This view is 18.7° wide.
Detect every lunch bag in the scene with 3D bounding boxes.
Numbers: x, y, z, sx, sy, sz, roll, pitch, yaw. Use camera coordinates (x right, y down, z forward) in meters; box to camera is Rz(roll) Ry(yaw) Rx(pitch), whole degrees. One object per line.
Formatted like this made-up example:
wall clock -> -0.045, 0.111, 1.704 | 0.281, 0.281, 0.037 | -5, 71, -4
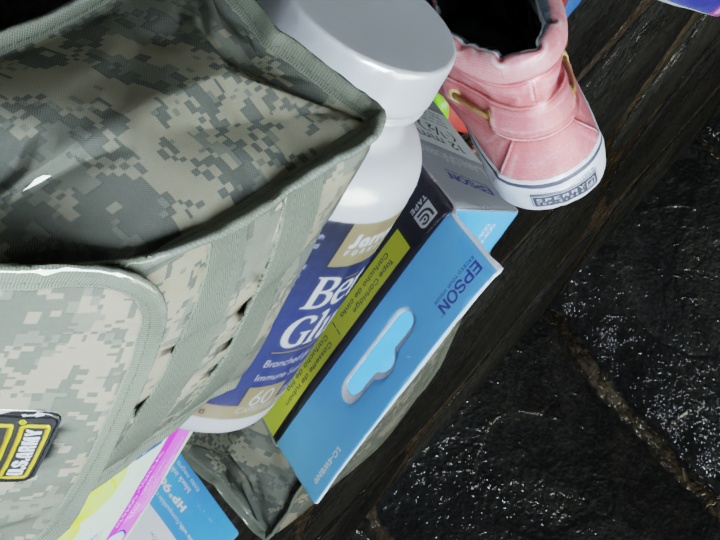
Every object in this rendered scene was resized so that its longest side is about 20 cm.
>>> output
lunch bag -> -0.109, 0.007, 0.718 | 0.200, 0.118, 0.164 | -35, 162, -42
lunch bag -> -0.013, 0.050, 1.394 | 0.164, 0.118, 0.200 | -38, 169, -52

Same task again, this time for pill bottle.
pill bottle -> -0.042, -0.034, 0.931 | 0.200, 0.111, 0.111 | -57, 169, 32

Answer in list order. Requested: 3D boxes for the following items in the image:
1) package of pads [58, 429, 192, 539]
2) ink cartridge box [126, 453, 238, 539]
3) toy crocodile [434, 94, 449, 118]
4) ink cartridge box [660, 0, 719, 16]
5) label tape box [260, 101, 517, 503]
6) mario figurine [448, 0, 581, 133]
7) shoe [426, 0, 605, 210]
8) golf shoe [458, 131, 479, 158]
package of pads -> -0.156, 0.100, 1.039 | 0.155, 0.068, 0.200 | -57, 167, 29
ink cartridge box -> -0.173, 0.186, 1.174 | 0.116, 0.068, 0.200 | -24, -165, 46
toy crocodile -> 0.028, -0.120, 1.138 | 0.200, 0.062, 0.068 | -60, 168, 22
ink cartridge box -> 0.115, -0.149, 0.975 | 0.043, 0.200, 0.196 | -66, 167, 11
label tape box -> 0.000, 0.000, 1.032 | 0.066, 0.200, 0.143 | 20, 115, -40
mario figurine -> 0.085, -0.165, 1.246 | 0.200, 0.106, 0.123 | -58, 139, -28
shoe -> 0.051, -0.120, 0.985 | 0.071, 0.200, 0.091 | -23, 134, -4
golf shoe -> 0.056, -0.076, 1.309 | 0.077, 0.088, 0.200 | -64, 165, 16
